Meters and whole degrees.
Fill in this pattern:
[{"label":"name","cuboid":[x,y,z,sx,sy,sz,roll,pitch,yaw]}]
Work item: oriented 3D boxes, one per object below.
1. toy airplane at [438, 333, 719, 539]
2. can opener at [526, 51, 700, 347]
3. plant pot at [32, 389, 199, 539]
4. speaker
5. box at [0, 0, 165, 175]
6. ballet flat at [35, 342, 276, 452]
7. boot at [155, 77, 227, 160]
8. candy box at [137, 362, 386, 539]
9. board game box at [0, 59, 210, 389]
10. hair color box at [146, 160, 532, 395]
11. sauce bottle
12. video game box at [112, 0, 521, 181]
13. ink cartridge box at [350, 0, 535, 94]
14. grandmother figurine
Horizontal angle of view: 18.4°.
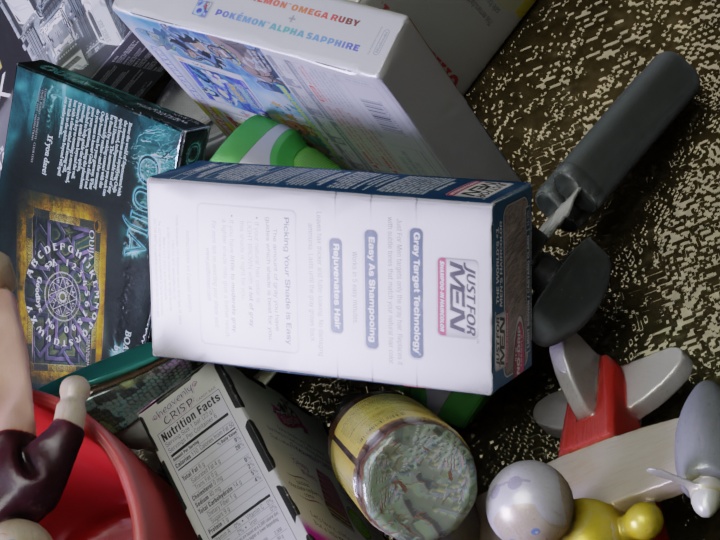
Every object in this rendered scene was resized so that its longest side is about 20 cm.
[{"label":"toy airplane","cuboid":[0.116,0.118,1.144,0.199,0.141,0.201,33,97,44]},{"label":"can opener","cuboid":[0.128,-0.038,1.215,0.066,0.053,0.200,39,62,-3]},{"label":"plant pot","cuboid":[-0.164,0.184,1.239,0.199,0.177,0.202,-9,67,22]},{"label":"speaker","cuboid":[0.000,0.000,1.244,0.200,0.088,0.089,37,90,7]},{"label":"box","cuboid":[-0.198,-0.152,1.415,0.200,0.050,0.158,-43,56,34]},{"label":"ballet flat","cuboid":[-0.102,0.061,1.289,0.199,0.071,0.069,-30,13,-16]},{"label":"boot","cuboid":[-0.069,-0.153,1.364,0.200,0.096,0.074,-42,59,7]},{"label":"candy box","cuboid":[-0.030,0.157,1.207,0.061,0.136,0.201,-35,59,10]},{"label":"board game box","cuboid":[-0.166,-0.012,1.345,0.135,0.028,0.201,23,111,28]},{"label":"hair color box","cuboid":[-0.012,0.001,1.159,0.199,0.060,0.101,6,104,25]},{"label":"sauce bottle","cuboid":[0.016,0.097,1.183,0.064,0.200,0.065,-1,96,-8]},{"label":"video game box","cuboid":[-0.020,-0.096,1.260,0.181,0.200,0.047,16,72,29]},{"label":"ink cartridge box","cuboid":[0.052,-0.207,1.295,0.083,0.145,0.200,37,90,32]},{"label":"grandmother figurine","cuboid":[-0.194,0.095,1.151,0.121,0.060,0.201,-34,57,21]}]
